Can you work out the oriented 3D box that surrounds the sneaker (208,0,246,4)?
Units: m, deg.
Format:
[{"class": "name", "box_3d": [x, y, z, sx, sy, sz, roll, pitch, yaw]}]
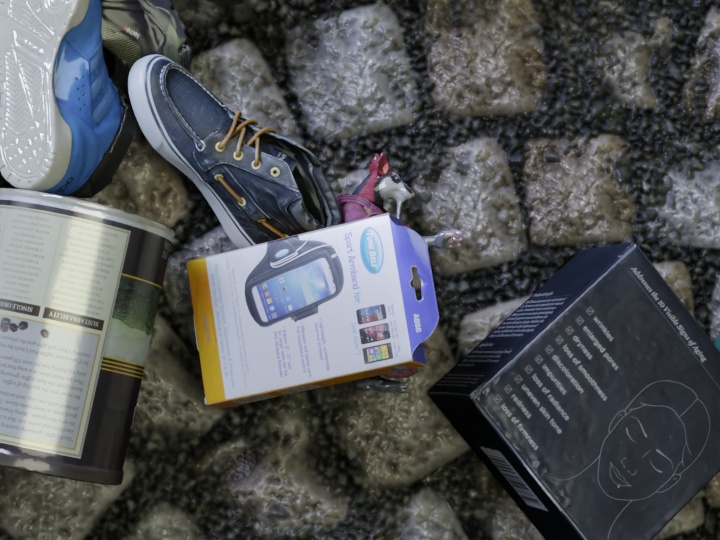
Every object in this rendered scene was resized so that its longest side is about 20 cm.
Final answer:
[{"class": "sneaker", "box_3d": [-0.148, -0.296, 1.235, 0.200, 0.075, 0.106, 35, 72, -28]}]

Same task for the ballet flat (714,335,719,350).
[{"class": "ballet flat", "box_3d": [0.388, 0.038, 1.462, 0.065, 0.070, 0.200, 41, 80, -26]}]

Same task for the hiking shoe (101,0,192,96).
[{"class": "hiking shoe", "box_3d": [-0.220, -0.224, 1.279, 0.101, 0.076, 0.200, -36, 99, -19]}]

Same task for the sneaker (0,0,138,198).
[{"class": "sneaker", "box_3d": [-0.221, -0.154, 1.240, 0.077, 0.111, 0.201, 0, 84, 24]}]

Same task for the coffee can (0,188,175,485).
[{"class": "coffee can", "box_3d": [-0.233, 0.051, 1.226, 0.146, 0.146, 0.201, 13, 84, -16]}]

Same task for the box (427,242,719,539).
[{"class": "box", "box_3d": [0.202, 0.116, 1.369, 0.197, 0.124, 0.200, -41, 99, -13]}]

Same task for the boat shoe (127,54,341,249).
[{"class": "boat shoe", "box_3d": [-0.095, -0.098, 1.275, 0.200, 0.091, 0.071, 53, 43, -30]}]

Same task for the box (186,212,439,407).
[{"class": "box", "box_3d": [-0.033, 0.031, 1.259, 0.199, 0.041, 0.119, -12, 78, 16]}]

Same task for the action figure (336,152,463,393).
[{"class": "action figure", "box_3d": [0.000, 0.000, 1.342, 0.148, 0.134, 0.201, -1, 79, 19]}]
